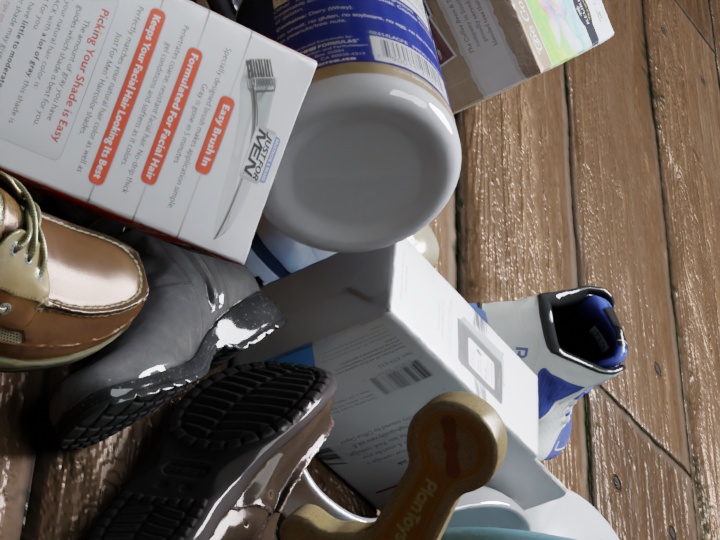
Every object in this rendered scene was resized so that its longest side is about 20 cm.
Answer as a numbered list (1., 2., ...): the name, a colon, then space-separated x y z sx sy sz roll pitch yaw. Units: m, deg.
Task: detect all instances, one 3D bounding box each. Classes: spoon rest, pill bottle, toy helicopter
1. spoon rest: 0.018 0.145 1.055 0.200 0.099 0.061 28 35 -35
2. pill bottle: -0.013 -0.114 1.025 0.116 0.115 0.200 45 23 -36
3. toy helicopter: 0.023 0.147 0.881 0.132 0.201 0.079 34 28 14

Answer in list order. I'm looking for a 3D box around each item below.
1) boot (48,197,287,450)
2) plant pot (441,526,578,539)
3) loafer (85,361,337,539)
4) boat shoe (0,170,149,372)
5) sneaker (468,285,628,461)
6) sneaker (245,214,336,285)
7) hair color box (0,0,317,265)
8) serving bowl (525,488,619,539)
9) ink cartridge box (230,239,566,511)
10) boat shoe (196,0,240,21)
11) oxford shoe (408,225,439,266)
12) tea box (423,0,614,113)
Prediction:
1. boot: -0.126 0.006 0.937 0.132 0.070 0.200 58 24 -1
2. plant pot: 0.088 0.240 0.983 0.196 0.199 0.197 28 46 -49
3. loafer: -0.074 0.116 0.934 0.200 0.073 0.071 -46 137 -46
4. boat shoe: -0.172 -0.005 0.794 0.199 0.074 0.076 5 52 -45
5. sneaker: 0.135 0.072 1.250 0.199 0.115 0.081 50 30 -57
6. sneaker: 0.000 0.000 1.130 0.200 0.080 0.077 40 36 -45
7. hair color box: -0.132 -0.088 0.873 0.199 0.064 0.111 23 84 -29
8. serving bowl: 0.148 0.234 1.236 0.200 0.066 0.201 38 40 -42
9. ink cartridge box: 0.028 0.075 1.088 0.200 0.115 0.067 45 34 -36
10. boat shoe: -0.073 -0.198 1.162 0.200 0.063 0.073 57 29 -19
11. oxford shoe: 0.002 -0.057 1.179 0.200 0.074 0.071 40 38 -41
12. tea box: 0.072 -0.228 1.363 0.201 0.133 0.197 65 29 -5
